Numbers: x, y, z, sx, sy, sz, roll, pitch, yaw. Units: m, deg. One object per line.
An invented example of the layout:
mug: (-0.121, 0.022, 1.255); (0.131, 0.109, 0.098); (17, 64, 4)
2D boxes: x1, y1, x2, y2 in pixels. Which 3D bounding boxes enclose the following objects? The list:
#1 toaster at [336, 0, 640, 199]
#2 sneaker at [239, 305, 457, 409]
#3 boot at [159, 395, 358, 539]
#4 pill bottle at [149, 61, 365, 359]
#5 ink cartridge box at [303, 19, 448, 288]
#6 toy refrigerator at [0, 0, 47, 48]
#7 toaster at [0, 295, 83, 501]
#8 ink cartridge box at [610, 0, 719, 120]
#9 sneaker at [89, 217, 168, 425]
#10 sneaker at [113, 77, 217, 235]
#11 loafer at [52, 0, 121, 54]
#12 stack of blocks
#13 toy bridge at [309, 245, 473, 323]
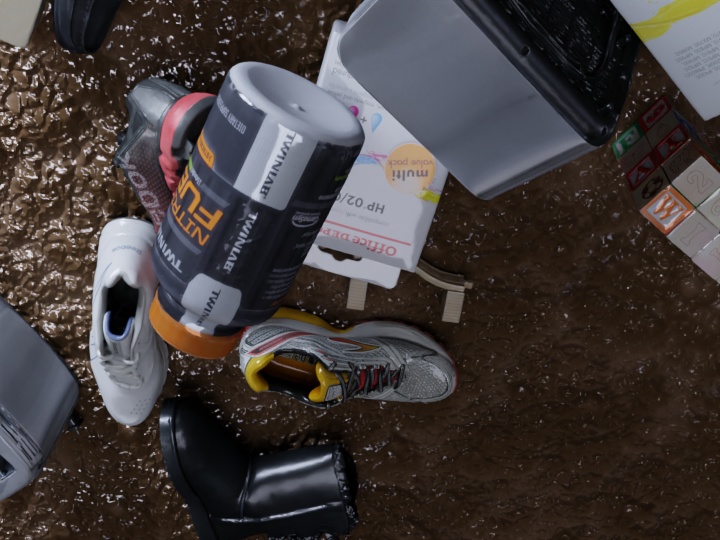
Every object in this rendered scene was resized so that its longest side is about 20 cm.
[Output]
toaster: (0.098, -0.169, 0.677); (0.199, 0.182, 0.118); (40, 140, -21)
sneaker: (-0.012, 0.092, 0.899); (0.196, 0.083, 0.079); (6, 121, -3)
boot: (-0.090, 0.189, 0.963); (0.159, 0.074, 0.201); (-7, 127, 8)
pill bottle: (-0.083, -0.035, 0.725); (0.105, 0.107, 0.202); (23, 114, -12)
ink cartridge box: (0.006, -0.077, 0.793); (0.113, 0.068, 0.203); (15, 111, -7)
toy refrigerator: (-0.232, -0.268, 0.706); (0.075, 0.070, 0.202); (20, 120, -18)
toaster: (-0.335, 0.115, 0.894); (0.113, 0.130, 0.201); (-28, 116, 18)
ink cartridge box: (0.218, -0.223, 0.658); (0.200, 0.146, 0.083); (45, 145, -17)
sneaker: (-0.208, 0.058, 0.882); (0.073, 0.088, 0.203); (3, 122, -3)
sneaker: (-0.147, -0.072, 0.815); (0.097, 0.071, 0.202); (33, 145, 22)
loafer: (-0.161, -0.239, 0.718); (0.070, 0.068, 0.202); (28, 114, -2)
stack of blocks: (0.293, -0.033, 0.799); (0.199, 0.116, 0.059); (38, 115, -19)
toy bridge: (0.000, 0.000, 0.877); (0.196, 0.027, 0.068); (7, 119, -3)
